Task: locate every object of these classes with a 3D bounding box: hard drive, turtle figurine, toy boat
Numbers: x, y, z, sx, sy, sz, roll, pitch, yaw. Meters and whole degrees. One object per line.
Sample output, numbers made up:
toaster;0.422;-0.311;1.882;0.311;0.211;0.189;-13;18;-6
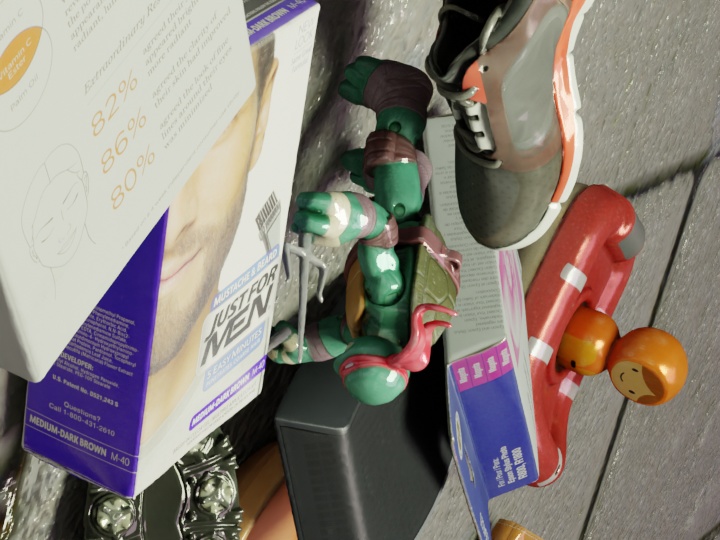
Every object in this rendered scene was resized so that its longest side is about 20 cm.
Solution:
hard drive;0.009;0.083;1.345;0.200;0.042;0.135;-57;141;-59
turtle figurine;0.000;0.000;1.221;0.150;0.101;0.200;116;-11;-49
toy boat;0.151;0.050;1.637;0.200;0.131;0.131;-65;159;-8

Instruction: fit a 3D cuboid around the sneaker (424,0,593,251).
sneaker;0.058;-0.094;1.193;0.082;0.077;0.200;-22;131;-36

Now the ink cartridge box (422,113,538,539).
ink cartridge box;0.073;0.043;1.430;0.196;0.043;0.200;71;12;-62

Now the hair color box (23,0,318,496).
hair color box;-0.081;-0.017;1.063;0.109;0.065;0.200;-39;144;-51

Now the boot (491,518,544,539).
boot;0.109;0.273;1.852;0.200;0.074;0.155;55;55;-69

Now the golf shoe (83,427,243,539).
golf shoe;-0.103;0.145;1.203;0.077;0.088;0.200;-8;105;-22

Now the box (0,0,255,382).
box;-0.126;-0.089;0.832;0.152;0.106;0.200;-55;157;-29

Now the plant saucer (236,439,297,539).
plant saucer;-0.057;0.173;1.379;0.200;0.037;0.200;-52;156;-36
